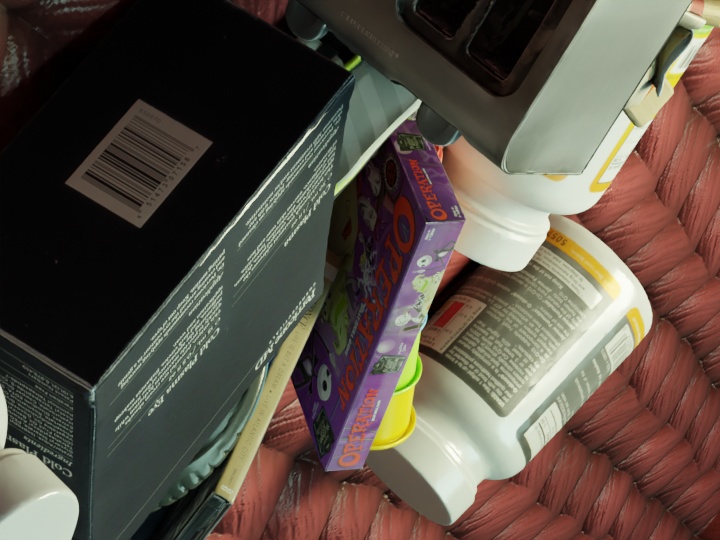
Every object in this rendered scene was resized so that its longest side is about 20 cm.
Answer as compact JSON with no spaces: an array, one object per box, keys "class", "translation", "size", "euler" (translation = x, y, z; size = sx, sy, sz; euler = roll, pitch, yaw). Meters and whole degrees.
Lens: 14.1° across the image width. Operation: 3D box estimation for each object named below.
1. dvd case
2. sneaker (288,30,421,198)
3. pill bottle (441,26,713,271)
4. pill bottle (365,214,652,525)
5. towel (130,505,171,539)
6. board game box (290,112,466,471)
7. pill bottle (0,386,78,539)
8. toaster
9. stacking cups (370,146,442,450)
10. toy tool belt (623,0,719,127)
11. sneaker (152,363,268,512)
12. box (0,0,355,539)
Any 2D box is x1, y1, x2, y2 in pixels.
[{"class":"dvd case","translation":[-0.074,0.095,1.537],"size":[0.149,0.016,0.200],"euler":[-53,-171,40]},{"class":"sneaker","translation":[-0.012,-0.092,1.431],"size":[0.200,0.072,0.083],"euler":[-57,159,17]},{"class":"pill bottle","translation":[0.110,-0.103,1.649],"size":[0.200,0.111,0.111],"euler":[-58,162,20]},{"class":"pill bottle","translation":[0.091,0.066,1.936],"size":[0.200,0.116,0.116],"euler":[-45,162,-16]},{"class":"towel","translation":[-0.101,0.078,1.538],"size":[0.200,0.048,0.112],"euler":[-55,-171,22]},{"class":"board game box","translation":[0.000,0.000,1.578],"size":[0.032,0.120,0.200],"euler":[-6,139,-26]},{"class":"pill bottle","translation":[-0.199,0.049,1.025],"size":[0.113,0.200,0.113],"euler":[-44,161,-20]},{"class":"toaster","translation":[0.064,-0.162,1.296],"size":[0.200,0.181,0.119],"euler":[-58,160,23]},{"class":"stacking cups","translation":[0.018,0.011,1.651],"size":[0.060,0.060,0.200],"euler":[-35,148,-41]},{"class":"toy tool belt","translation":[0.138,-0.164,1.408],"size":[0.123,0.125,0.200],"euler":[5,115,-42]},{"class":"sneaker","translation":[-0.132,0.083,1.413],"size":[0.200,0.073,0.082],"euler":[-40,124,0]},{"class":"box","translation":[-0.104,0.005,1.297],"size":[0.200,0.104,0.182],"euler":[-52,164,-30]}]
